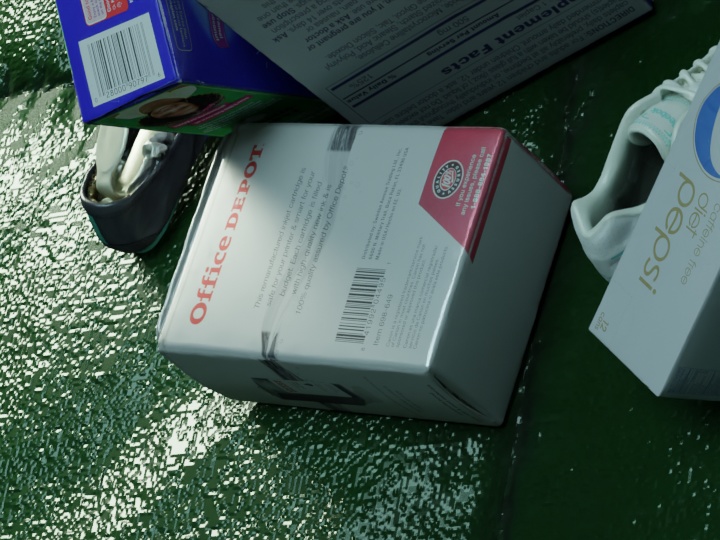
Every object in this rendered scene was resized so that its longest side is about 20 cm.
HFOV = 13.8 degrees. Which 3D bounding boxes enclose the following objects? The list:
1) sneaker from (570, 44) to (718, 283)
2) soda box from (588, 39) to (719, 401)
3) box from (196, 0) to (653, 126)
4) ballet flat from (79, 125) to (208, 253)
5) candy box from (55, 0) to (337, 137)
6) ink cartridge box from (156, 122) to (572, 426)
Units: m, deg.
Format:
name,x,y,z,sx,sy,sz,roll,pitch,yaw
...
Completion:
name,x,y,z,sx,sy,sz,roll,pitch,yaw
sneaker,0.184,-0.075,1.547,0.070,0.080,0.201,28,82,46
soda box,0.190,-0.036,1.476,0.068,0.063,0.201,45,120,46
box,0.030,-0.185,1.648,0.183,0.200,0.105,-28,51,23
ballet flat,-0.115,-0.108,1.812,0.073,0.073,0.201,14,74,42
candy box,-0.093,-0.168,1.703,0.077,0.200,0.170,-19,79,30
ink cartridge box,0.000,0.000,1.644,0.199,0.085,0.146,5,68,38
